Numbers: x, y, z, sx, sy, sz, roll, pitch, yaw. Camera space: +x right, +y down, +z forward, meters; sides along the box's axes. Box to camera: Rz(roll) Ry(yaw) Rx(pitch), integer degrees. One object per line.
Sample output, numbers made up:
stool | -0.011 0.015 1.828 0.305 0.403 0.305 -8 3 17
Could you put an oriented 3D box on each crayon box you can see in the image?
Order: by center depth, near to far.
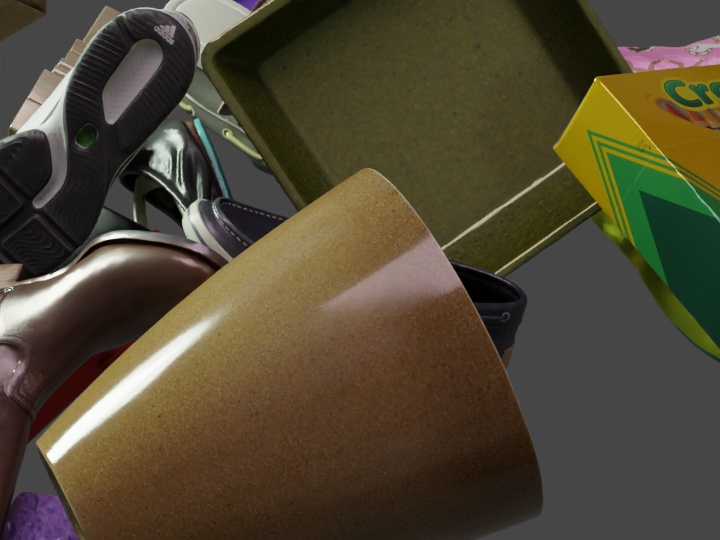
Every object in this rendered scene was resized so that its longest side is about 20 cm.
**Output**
crayon box | 0.230 -0.035 1.341 0.200 0.058 0.173 -9 52 -42

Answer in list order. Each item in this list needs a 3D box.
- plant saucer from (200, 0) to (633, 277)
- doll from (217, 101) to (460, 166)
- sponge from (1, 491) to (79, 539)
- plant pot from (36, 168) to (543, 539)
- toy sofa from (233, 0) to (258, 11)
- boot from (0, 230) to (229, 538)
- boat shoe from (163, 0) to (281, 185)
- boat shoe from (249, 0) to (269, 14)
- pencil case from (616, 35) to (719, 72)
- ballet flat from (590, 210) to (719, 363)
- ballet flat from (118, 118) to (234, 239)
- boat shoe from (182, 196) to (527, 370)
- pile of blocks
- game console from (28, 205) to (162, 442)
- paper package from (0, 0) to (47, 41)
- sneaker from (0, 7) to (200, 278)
plant saucer | 0.041 -0.093 1.391 0.200 0.200 0.048 -35 11 -7
doll | 0.025 -0.076 1.439 0.200 0.048 0.137 30 82 -6
sponge | -0.093 0.165 1.222 0.200 0.030 0.112 6 38 13
plant pot | -0.045 0.076 1.184 0.200 0.187 0.186 -26 42 -11
toy sofa | -0.013 -0.168 1.583 0.200 0.098 0.083 -2 38 1
boot | -0.162 0.079 1.243 0.186 0.064 0.200 -11 42 32
boat shoe | -0.041 -0.089 1.507 0.202 0.060 0.072 38 48 16
boat shoe | 0.022 -0.173 1.497 0.200 0.070 0.070 -22 67 -20
pencil case | 0.135 -0.102 1.501 0.200 0.087 0.083 -2 62 1
ballet flat | 0.185 -0.016 1.399 0.067 0.067 0.200 -17 40 -20
ballet flat | -0.083 -0.004 1.408 0.068 0.068 0.200 -28 48 -6
boat shoe | 0.000 0.000 1.325 0.200 0.062 0.075 23 24 -18
pile of blocks | -0.161 -0.091 1.507 0.062 0.082 0.200 27 22 -1
game console | -0.211 0.019 1.384 0.200 0.031 0.177 26 65 39
paper package | -0.340 -0.201 1.644 0.200 0.104 0.191 27 46 34
sneaker | -0.154 -0.064 1.377 0.076 0.201 0.115 44 11 -2
